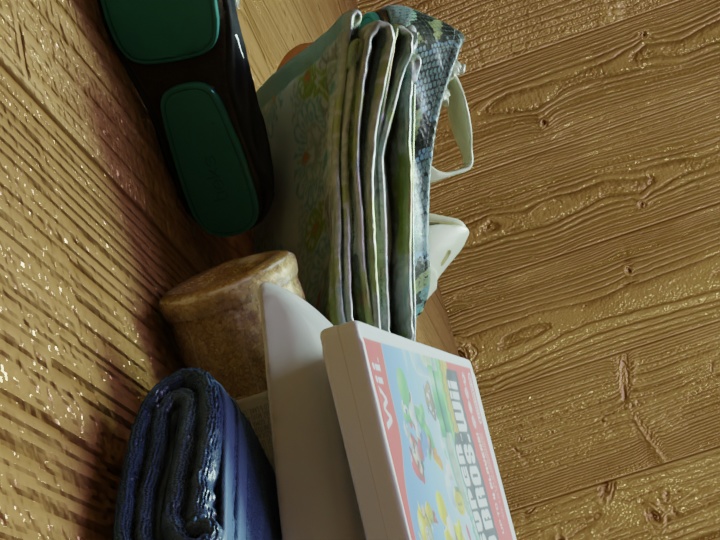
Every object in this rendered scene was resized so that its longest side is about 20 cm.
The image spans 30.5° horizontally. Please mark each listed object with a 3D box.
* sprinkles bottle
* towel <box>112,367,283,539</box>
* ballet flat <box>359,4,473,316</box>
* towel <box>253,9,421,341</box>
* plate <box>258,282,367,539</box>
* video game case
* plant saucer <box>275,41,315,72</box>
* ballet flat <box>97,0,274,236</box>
[{"bbox_3d":[-0.030,0.095,0.611,0.068,0.067,0.202,-77,148,-78],"label":"sprinkles bottle"},{"bbox_3d":[-0.038,0.142,0.498,0.112,0.048,0.202,-95,165,-57],"label":"towel"},{"bbox_3d":[0.030,-0.044,0.724,0.074,0.073,0.203,5,89,-83],"label":"ballet flat"},{"bbox_3d":[-0.021,-0.029,0.696,0.200,0.047,0.174,159,-67,-71],"label":"towel"},{"bbox_3d":[0.018,0.128,0.552,0.200,0.032,0.202,54,23,-55],"label":"plate"},{"bbox_3d":[0.036,0.101,0.553,0.200,0.017,0.145,25,50,-71],"label":"video game case"},{"bbox_3d":[-0.027,-0.044,0.845,0.200,0.032,0.203,171,-90,-66],"label":"plant saucer"},{"bbox_3d":[-0.087,-0.114,0.676,0.073,0.072,0.202,-98,175,-57],"label":"ballet flat"}]
